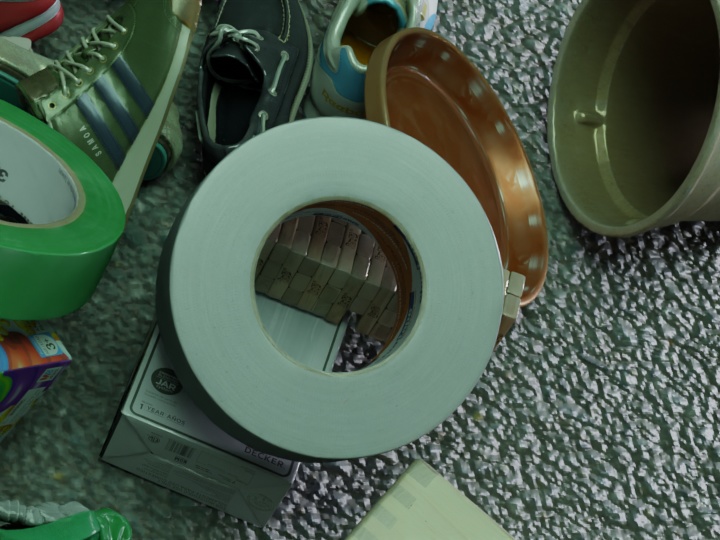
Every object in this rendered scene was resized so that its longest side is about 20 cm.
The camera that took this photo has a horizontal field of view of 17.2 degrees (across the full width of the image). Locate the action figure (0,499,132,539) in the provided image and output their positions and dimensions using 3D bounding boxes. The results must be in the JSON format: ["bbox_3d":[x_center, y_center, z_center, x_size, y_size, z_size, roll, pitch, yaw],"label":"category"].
[{"bbox_3d":[-0.217,0.164,1.341,0.199,0.118,0.055,-7,47,-35],"label":"action figure"}]

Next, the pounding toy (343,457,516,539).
[{"bbox_3d":[0.073,0.223,1.369,0.200,0.184,0.142,40,64,8],"label":"pounding toy"}]

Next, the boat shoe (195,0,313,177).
[{"bbox_3d":[-0.075,-0.137,1.606,0.072,0.063,0.201,-2,55,10],"label":"boat shoe"}]

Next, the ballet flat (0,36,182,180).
[{"bbox_3d":[-0.210,-0.116,1.555,0.199,0.067,0.063,23,44,-18],"label":"ballet flat"}]

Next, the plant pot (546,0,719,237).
[{"bbox_3d":[0.262,-0.110,1.670,0.183,0.200,0.201,9,53,-30],"label":"plant pot"}]

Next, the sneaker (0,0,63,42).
[{"bbox_3d":[-0.290,-0.196,1.581,0.199,0.113,0.071,9,50,22],"label":"sneaker"}]

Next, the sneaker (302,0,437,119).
[{"bbox_3d":[0.018,-0.182,1.676,0.076,0.081,0.201,20,51,-6],"label":"sneaker"}]

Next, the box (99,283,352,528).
[{"bbox_3d":[-0.075,0.048,1.492,0.116,0.060,0.201,22,52,-6],"label":"box"}]

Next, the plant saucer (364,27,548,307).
[{"bbox_3d":[0.061,-0.065,1.586,0.200,0.032,0.201,39,38,-40],"label":"plant saucer"}]

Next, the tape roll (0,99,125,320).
[{"bbox_3d":[-0.236,-0.047,1.371,0.200,0.048,0.201,23,23,-10],"label":"tape roll"}]

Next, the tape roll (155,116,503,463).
[{"bbox_3d":[-0.019,0.013,1.405,0.199,0.066,0.202,2,83,-13],"label":"tape roll"}]

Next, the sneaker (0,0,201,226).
[{"bbox_3d":[-0.170,-0.110,1.488,0.089,0.201,0.067,17,8,-23],"label":"sneaker"}]

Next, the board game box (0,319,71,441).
[{"bbox_3d":[-0.279,0.055,1.330,0.103,0.105,0.200,53,30,17],"label":"board game box"}]

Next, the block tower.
[{"bbox_3d":[0.000,0.000,1.482,0.199,0.058,0.054,21,51,-8],"label":"block tower"}]
